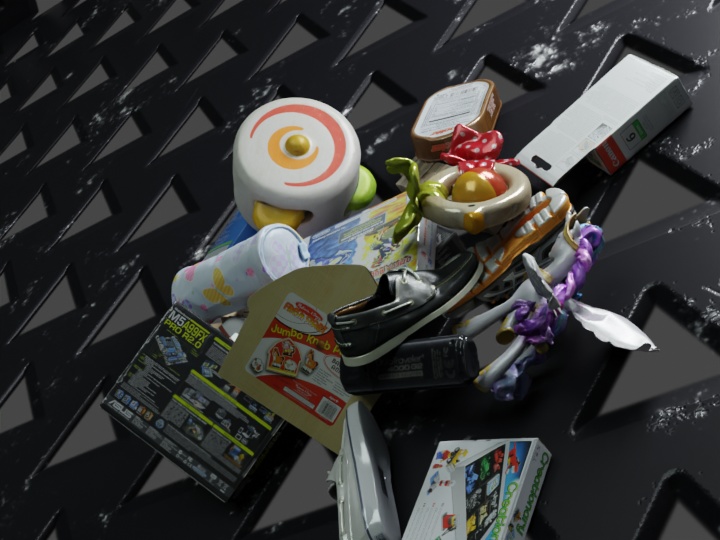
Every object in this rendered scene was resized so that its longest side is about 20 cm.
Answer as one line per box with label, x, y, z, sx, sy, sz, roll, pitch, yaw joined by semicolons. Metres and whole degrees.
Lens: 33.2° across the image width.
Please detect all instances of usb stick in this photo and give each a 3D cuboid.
usb stick;0.049;0.103;1.304;0.199;0.032;0.056;-11;82;48

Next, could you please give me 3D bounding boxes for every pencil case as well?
pencil case;-0.154;0.007;1.535;0.199;0.083;0.091;-24;10;40

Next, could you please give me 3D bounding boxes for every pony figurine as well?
pony figurine;0.194;0.042;1.258;0.200;0.166;0.193;-50;25;18

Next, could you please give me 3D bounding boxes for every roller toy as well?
roller toy;-0.093;-0.144;1.714;0.199;0.140;0.183;-30;68;-18

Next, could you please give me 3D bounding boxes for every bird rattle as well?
bird rattle;0.126;-0.089;1.404;0.199;0.113;0.163;-20;32;-35

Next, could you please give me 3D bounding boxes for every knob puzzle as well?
knob puzzle;-0.043;0.082;1.404;0.219;0.220;0.030;-35;-4;9

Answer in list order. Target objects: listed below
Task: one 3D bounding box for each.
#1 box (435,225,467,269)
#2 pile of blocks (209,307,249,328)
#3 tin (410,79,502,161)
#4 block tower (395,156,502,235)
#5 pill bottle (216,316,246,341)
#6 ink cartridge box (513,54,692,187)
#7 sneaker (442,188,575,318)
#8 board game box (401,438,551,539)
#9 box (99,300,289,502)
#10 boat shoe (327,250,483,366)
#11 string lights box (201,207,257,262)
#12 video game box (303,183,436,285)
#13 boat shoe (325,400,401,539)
box;0.023;0.016;1.538;0.200;0.044;0.160;-46;32;-9
pile of blocks;-0.145;0.067;1.642;0.200;0.082;0.062;-36;12;28
tin;0.132;-0.211;1.674;0.111;0.042;0.200;-15;25;23
block tower;0.124;-0.099;1.577;0.054;0.058;0.200;-48;30;-12
pill bottle;-0.165;0.133;1.545;0.200;0.112;0.112;-42;31;-3
ink cartridge box;0.297;-0.172;1.487;0.200;0.050;0.109;-42;32;1
sneaker;0.175;-0.004;1.390;0.200;0.077;0.078;-38;30;16
board game box;0.101;0.256;1.181;0.126;0.035;0.201;-9;44;42
box;-0.190;0.159;1.463;0.161;0.199;0.044;-55;-10;-6
boat shoe;0.053;0.027;1.324;0.199;0.068;0.072;-32;14;-23
string lights box;-0.166;-0.052;1.802;0.103;0.059;0.201;-19;35;57
video game box;0.000;0.000;1.484;0.199;0.047;0.183;-24;38;25
boat shoe;-0.004;0.227;1.303;0.065;0.072;0.201;-26;42;13
